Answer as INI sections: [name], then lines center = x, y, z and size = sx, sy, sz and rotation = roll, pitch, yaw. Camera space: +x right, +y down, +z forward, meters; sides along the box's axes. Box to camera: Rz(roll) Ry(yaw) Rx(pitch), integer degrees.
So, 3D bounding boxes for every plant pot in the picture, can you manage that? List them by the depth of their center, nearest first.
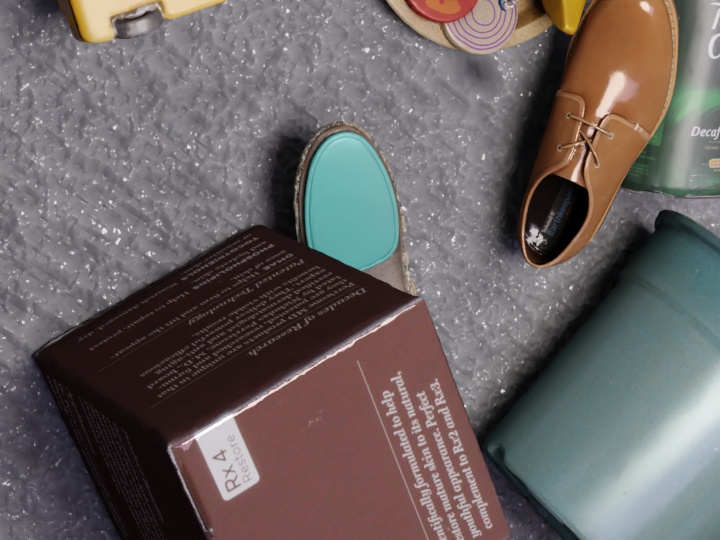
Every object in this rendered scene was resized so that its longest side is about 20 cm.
[plant pot]
center = 0.198, 0.100, 1.323
size = 0.196, 0.200, 0.200
rotation = -45, 120, -5

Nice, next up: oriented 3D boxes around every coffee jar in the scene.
[coffee jar]
center = 0.220, -0.150, 1.325
size = 0.104, 0.085, 0.200
rotation = -4, 104, -30

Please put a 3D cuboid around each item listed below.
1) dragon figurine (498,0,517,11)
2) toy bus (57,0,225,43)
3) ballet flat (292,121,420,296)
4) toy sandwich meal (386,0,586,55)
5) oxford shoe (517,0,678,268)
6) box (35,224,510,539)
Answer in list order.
[dragon figurine]
center = 0.114, -0.249, 1.172
size = 0.059, 0.099, 0.200
rotation = 24, 81, -25
[toy bus]
center = -0.078, -0.188, 1.139
size = 0.200, 0.078, 0.065
rotation = -22, 111, -18
[ballet flat]
center = 0.000, 0.000, 1.244
size = 0.068, 0.075, 0.200
rotation = -22, 109, -8
[toy sandwich meal]
center = 0.091, -0.230, 1.239
size = 0.205, 0.070, 0.205
rotation = -8, 106, -28
[oxford shoe]
center = 0.147, -0.088, 1.269
size = 0.071, 0.071, 0.200
rotation = 20, 115, 10
[box]
center = -0.053, 0.098, 1.163
size = 0.164, 0.200, 0.166
rotation = -30, 116, -21
